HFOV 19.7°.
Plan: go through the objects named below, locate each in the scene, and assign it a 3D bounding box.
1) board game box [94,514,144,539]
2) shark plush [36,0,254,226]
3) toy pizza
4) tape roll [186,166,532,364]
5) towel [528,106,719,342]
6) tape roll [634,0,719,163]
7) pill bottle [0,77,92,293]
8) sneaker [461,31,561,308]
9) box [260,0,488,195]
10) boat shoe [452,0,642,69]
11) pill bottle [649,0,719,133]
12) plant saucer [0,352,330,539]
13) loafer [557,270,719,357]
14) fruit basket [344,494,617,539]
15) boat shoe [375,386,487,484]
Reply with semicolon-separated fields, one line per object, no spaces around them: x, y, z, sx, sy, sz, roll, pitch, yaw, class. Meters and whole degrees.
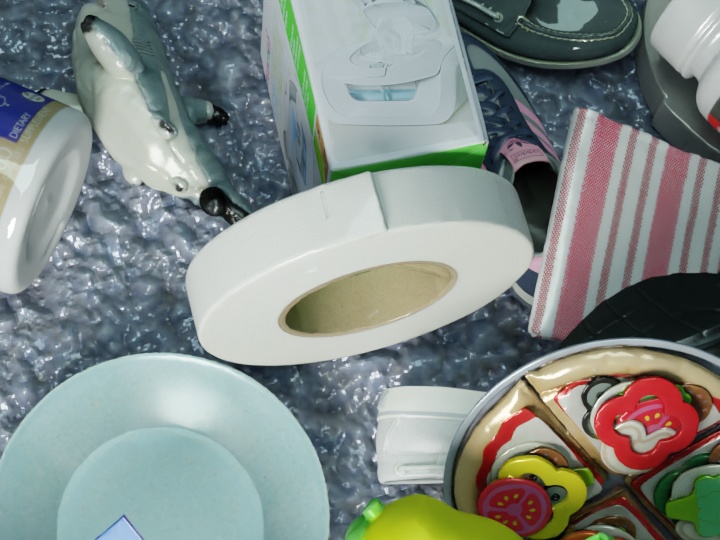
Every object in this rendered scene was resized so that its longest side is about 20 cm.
-0.118;0.256;1.143;0.134;0.045;0.200;-38;80;-14;board game box
-0.114;-0.098;1.309;0.200;0.091;0.083;42;42;16;shark plush
0.147;0.124;1.181;0.199;0.201;0.032;2;35;-3;toy pizza
0.000;0.000;1.192;0.202;0.203;0.037;-12;71;-9;tape roll
0.193;0.002;1.265;0.199;0.030;0.147;22;71;-24;towel
0.280;-0.145;1.368;0.201;0.037;0.204;2;69;-4;tape roll
-0.275;-0.076;1.258;0.199;0.120;0.120;22;69;4;pill bottle
0.095;-0.076;1.303;0.070;0.082;0.201;-24;73;-11;sneaker
0.005;-0.107;1.246;0.096;0.200;0.177;-11;71;-8;box
0.087;-0.189;1.348;0.199;0.062;0.073;21;69;12;boat shoe
0.279;-0.106;1.273;0.114;0.114;0.200;-40;77;-17;pill bottle
-0.118;0.149;1.226;0.200;0.039;0.202;1;70;-4;plant saucer
0.206;0.039;1.211;0.199;0.073;0.073;-20;36;-18;loafer
0.080;0.211;1.128;0.214;0.216;0.156;8;69;-1;fruit basket
0.106;0.113;1.239;0.199;0.072;0.069;7;80;1;boat shoe
